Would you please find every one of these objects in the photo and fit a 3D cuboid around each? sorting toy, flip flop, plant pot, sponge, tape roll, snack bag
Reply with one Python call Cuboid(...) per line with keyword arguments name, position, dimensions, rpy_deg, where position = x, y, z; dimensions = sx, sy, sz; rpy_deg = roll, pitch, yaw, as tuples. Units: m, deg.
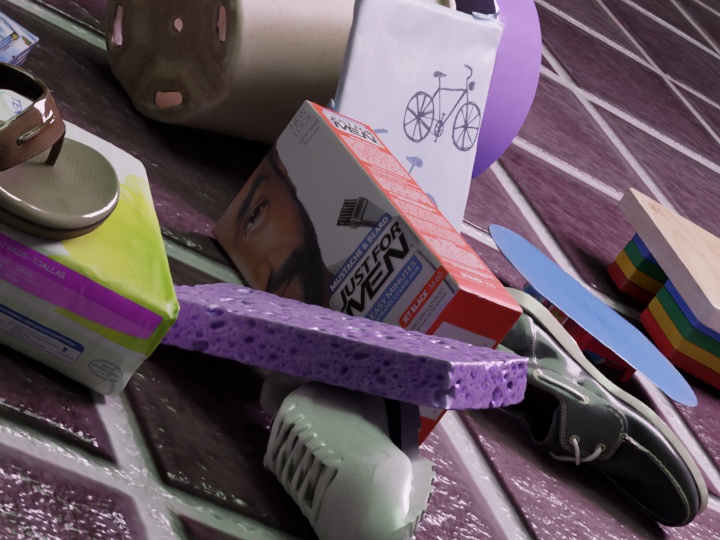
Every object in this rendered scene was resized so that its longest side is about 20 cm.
Cuboid(name="sorting toy", position=(0.306, 0.044, 2.144), dimensions=(0.199, 0.070, 0.200), rpy_deg=(28, 18, -28))
Cuboid(name="flip flop", position=(-0.184, -0.075, 1.256), dimensions=(0.200, 0.058, 0.081), rpy_deg=(31, 21, -44))
Cuboid(name="plant pot", position=(-0.067, -0.166, 1.796), dimensions=(0.183, 0.201, 0.200), rpy_deg=(-3, 41, -48))
Cuboid(name="sponge", position=(-0.017, 0.041, 1.419), dimensions=(0.200, 0.030, 0.112), rpy_deg=(12, 6, 26))
Cuboid(name="tape roll", position=(0.032, -0.157, 1.906), dimensions=(0.200, 0.200, 0.066), rpy_deg=(47, 19, 31))
Cuboid(name="snack bag", position=(0.024, -0.090, 1.747), dimensions=(0.021, 0.200, 0.188), rpy_deg=(14, 4, 34))

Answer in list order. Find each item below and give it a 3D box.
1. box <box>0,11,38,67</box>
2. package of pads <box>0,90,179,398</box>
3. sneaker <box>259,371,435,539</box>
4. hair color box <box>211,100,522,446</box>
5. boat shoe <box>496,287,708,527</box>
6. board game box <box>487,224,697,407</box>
Cuboid(name="box", position=(-0.299, -0.171, 1.561), dimensions=(0.200, 0.040, 0.137), rpy_deg=(36, 15, -3))
Cuboid(name="package of pads", position=(-0.178, -0.029, 1.370), dimensions=(0.154, 0.068, 0.200), rpy_deg=(28, 19, -24))
Cuboid(name="sneaker", position=(-0.012, 0.108, 1.351), dimensions=(0.080, 0.076, 0.200), rpy_deg=(25, 11, -12))
Cuboid(name="hair color box", position=(0.000, 0.000, 1.576), dimensions=(0.064, 0.111, 0.200), rpy_deg=(21, 22, -42))
Cuboid(name="boat shoe", position=(0.140, 0.102, 1.697), dimensions=(0.200, 0.072, 0.068), rpy_deg=(43, 53, -1))
Cuboid(name="board game box", position=(0.159, 0.045, 1.908), dimensions=(0.200, 0.039, 0.158), rpy_deg=(38, 11, -12))
